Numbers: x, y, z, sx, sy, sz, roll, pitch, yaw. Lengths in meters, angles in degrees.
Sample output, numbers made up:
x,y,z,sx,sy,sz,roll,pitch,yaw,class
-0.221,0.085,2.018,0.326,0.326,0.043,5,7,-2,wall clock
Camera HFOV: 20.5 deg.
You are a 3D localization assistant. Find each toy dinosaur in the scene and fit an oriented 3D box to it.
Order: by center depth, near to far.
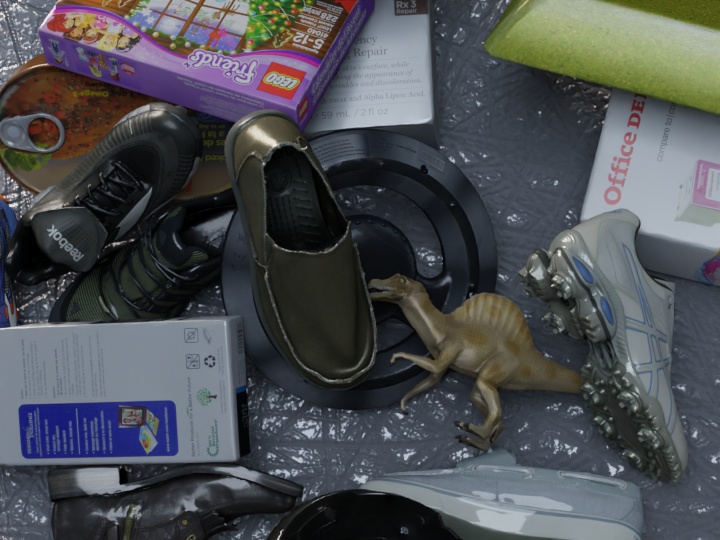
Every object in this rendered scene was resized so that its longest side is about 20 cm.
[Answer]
x,y,z,sx,sy,sz,roll,pitch,yaw,class
0.092,0.069,1.365,0.200,0.058,0.101,25,76,-10,toy dinosaur

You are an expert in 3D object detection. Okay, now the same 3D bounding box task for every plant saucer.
x,y,z,sx,sy,sz,roll,pitch,yaw,class
0.208,-0.191,1.399,0.200,0.048,0.200,16,36,13,plant saucer

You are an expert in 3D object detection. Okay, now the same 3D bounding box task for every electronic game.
x,y,z,sx,sy,sz,roll,pitch,yaw,class
0.000,0.000,1.398,0.200,0.042,0.200,-3,101,-14,electronic game

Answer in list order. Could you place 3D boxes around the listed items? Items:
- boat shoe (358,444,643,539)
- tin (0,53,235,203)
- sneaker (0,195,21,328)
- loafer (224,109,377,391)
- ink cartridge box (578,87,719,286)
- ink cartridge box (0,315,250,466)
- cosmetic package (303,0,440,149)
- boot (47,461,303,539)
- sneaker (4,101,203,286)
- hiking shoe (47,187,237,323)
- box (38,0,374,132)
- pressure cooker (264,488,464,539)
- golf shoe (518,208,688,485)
x,y,z,sx,sy,sz,roll,pitch,yaw,class
0.098,0.161,1.378,0.200,0.070,0.072,8,52,12,boat shoe
-0.169,-0.105,1.452,0.200,0.042,0.112,1,114,5,tin
-0.281,0.029,1.435,0.075,0.078,0.200,-13,74,3,sneaker
-0.039,-0.007,1.328,0.075,0.070,0.200,-24,105,-9,loafer
0.264,-0.067,1.407,0.200,0.085,0.145,13,76,10,ink cartridge box
-0.177,0.084,1.381,0.200,0.039,0.100,-2,94,14,ink cartridge box
0.004,-0.188,1.470,0.101,0.074,0.200,-5,76,4,cosmetic package
-0.136,0.223,1.385,0.200,0.069,0.174,-3,80,9,boot
-0.184,-0.043,1.390,0.066,0.200,0.091,45,41,-14,sneaker
-0.144,-0.009,1.420,0.200,0.101,0.076,-33,72,-5,hiking shoe
-0.106,-0.178,1.404,0.200,0.039,0.137,18,57,15,box
-0.015,0.260,1.292,0.179,0.200,0.176,35,49,3,pressure cooker
0.192,0.051,1.357,0.097,0.078,0.200,-37,116,-24,golf shoe
